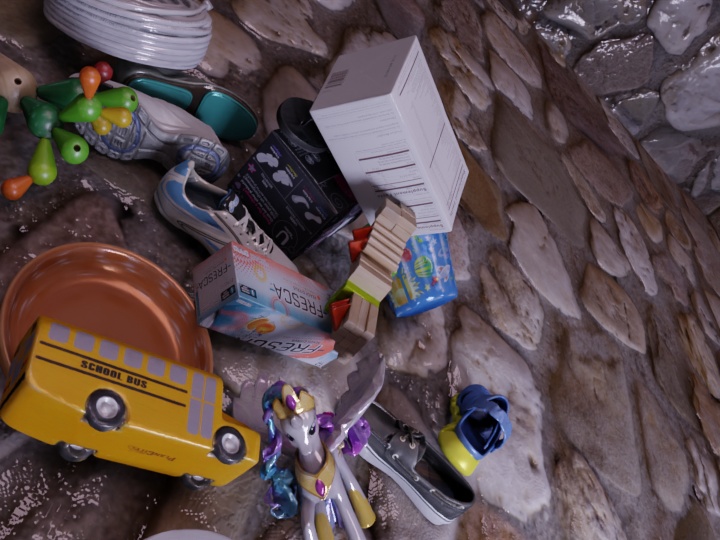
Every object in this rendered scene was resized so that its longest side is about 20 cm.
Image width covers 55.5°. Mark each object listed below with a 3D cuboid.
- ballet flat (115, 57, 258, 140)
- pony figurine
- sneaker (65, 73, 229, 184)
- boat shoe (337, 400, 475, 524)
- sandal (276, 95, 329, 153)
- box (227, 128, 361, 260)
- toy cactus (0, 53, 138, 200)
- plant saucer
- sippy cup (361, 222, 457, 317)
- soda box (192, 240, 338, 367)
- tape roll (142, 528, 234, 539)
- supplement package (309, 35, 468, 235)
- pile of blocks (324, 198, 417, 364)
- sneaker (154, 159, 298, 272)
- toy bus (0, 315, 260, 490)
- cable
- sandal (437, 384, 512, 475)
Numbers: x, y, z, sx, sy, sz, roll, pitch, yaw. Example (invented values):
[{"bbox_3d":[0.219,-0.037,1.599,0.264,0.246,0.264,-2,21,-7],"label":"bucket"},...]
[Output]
[{"bbox_3d":[-0.215,-0.225,0.867,0.197,0.067,0.065,12,43,-44],"label":"ballet flat"},{"bbox_3d":[-0.037,0.170,0.647,0.193,0.162,0.205,-102,175,-77],"label":"pony figurine"},{"bbox_3d":[-0.247,-0.167,0.790,0.197,0.075,0.088,26,25,-37],"label":"sneaker"},{"bbox_3d":[0.056,0.212,0.802,0.200,0.056,0.069,47,35,-9],"label":"boat shoe"},{"bbox_3d":[-0.031,-0.192,0.865,0.198,0.048,0.076,-13,69,-54],"label":"sandal"},{"bbox_3d":[-0.058,-0.120,0.914,0.133,0.114,0.200,51,33,1],"label":"box"},{"bbox_3d":[-0.320,-0.161,0.657,0.164,0.103,0.199,40,60,21],"label":"toy cactus"},{"bbox_3d":[-0.226,0.070,0.617,0.198,0.037,0.204,30,41,-30],"label":"plant saucer"},{"bbox_3d":[0.074,-0.009,0.968,0.174,0.139,0.134,-13,77,-27],"label":"sippy cup"},{"bbox_3d":[-0.088,0.043,0.748,0.198,0.063,0.070,28,39,-48],"label":"soda box"},{"bbox_3d":[-0.133,0.301,0.495,0.198,0.066,0.204,31,39,-28],"label":"tape roll"},{"bbox_3d":[0.042,-0.151,0.823,0.202,0.107,0.115,60,40,-38],"label":"supplement package"},{"bbox_3d":[0.000,0.000,0.771,0.061,0.082,0.203,33,60,-15],"label":"pile of blocks"},{"bbox_3d":[-0.143,-0.044,0.784,0.199,0.072,0.073,39,34,-21],"label":"sneaker"},{"bbox_3d":[-0.176,0.112,0.549,0.197,0.065,0.080,26,40,-32],"label":"toy bus"},{"bbox_3d":[-0.275,-0.308,0.816,0.195,0.070,0.201,14,28,-20],"label":"cable"},{"bbox_3d":[0.162,0.194,0.895,0.080,0.087,0.200,49,16,0],"label":"sandal"}]
